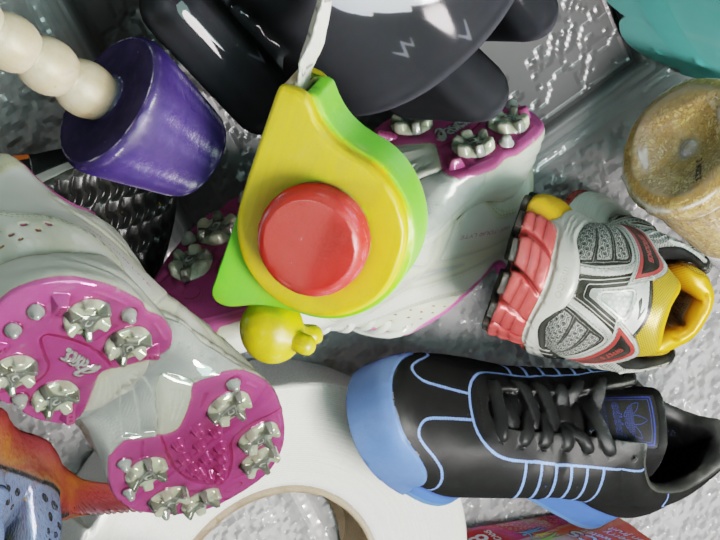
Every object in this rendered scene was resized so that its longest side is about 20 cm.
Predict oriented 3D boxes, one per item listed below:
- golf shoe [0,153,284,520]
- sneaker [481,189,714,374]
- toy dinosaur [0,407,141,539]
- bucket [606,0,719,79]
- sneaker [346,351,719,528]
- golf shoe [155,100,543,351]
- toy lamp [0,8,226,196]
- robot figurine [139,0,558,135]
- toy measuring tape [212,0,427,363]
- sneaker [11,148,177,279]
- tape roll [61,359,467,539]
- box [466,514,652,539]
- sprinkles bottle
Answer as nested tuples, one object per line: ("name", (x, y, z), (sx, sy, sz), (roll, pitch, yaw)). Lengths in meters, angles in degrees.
("golf shoe", (-0.088, 0.025, 0.941), (0.075, 0.092, 0.200), (-31, 147, 3))
("sneaker", (0.110, 0.014, 1.096), (0.200, 0.082, 0.078), (-13, 122, -75))
("toy dinosaur", (-0.153, 0.066, 0.937), (0.200, 0.105, 0.182), (-47, 157, -42))
("bucket", (0.205, -0.166, 1.101), (0.206, 0.135, 0.209), (-11, 113, -27))
("sneaker", (0.081, 0.067, 1.121), (0.199, 0.078, 0.071), (15, 59, -47))
("golf shoe", (0.000, 0.000, 1.059), (0.199, 0.075, 0.092), (-28, 132, -30))
("toy lamp", (-0.130, -0.085, 0.920), (0.199, 0.058, 0.058), (31, 90, -38))
("robot figurine", (-0.010, -0.141, 0.989), (0.124, 0.151, 0.200), (-29, 125, 27))
("toy measuring tape", (0.002, -0.052, 0.936), (0.073, 0.074, 0.201), (7, 114, -31))
("sneaker", (-0.156, -0.019, 0.986), (0.200, 0.090, 0.070), (-18, 126, -53))
("tape roll", (-0.046, 0.138, 1.120), (0.201, 0.037, 0.204), (-11, 112, -27))
("box", (0.094, 0.225, 1.192), (0.094, 0.103, 0.202), (-5, 110, -28))
("sprinkles bottle", (0.197, -0.015, 1.168), (0.200, 0.068, 0.069), (34, 88, -44))
